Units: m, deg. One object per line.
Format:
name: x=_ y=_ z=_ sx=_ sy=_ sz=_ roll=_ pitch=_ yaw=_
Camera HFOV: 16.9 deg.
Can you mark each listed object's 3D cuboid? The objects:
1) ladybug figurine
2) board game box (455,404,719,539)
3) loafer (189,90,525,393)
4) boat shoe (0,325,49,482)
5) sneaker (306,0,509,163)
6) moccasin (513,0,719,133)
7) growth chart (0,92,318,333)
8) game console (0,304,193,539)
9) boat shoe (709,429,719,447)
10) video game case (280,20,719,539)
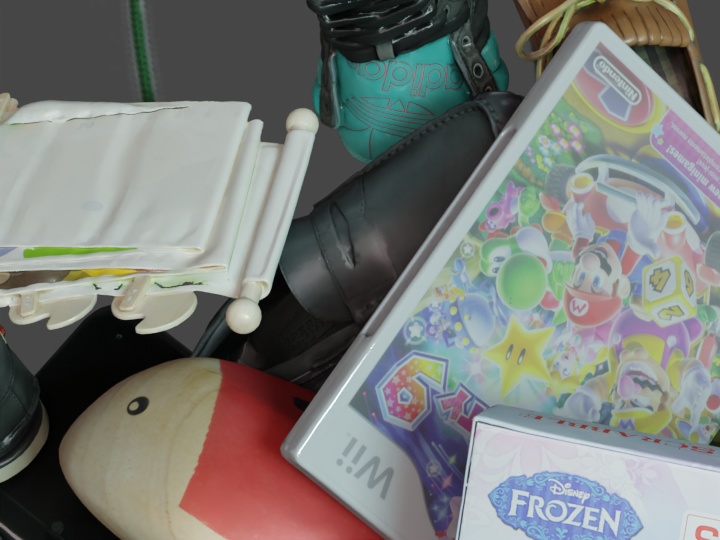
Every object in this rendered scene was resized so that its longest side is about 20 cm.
ladybug figurine: x=-0.019 y=0.093 z=0.946 sx=0.199 sy=0.136 sz=0.072 roll=26 pitch=100 yaw=-13
board game box: x=0.121 y=0.162 z=0.807 sx=0.198 sy=0.041 sz=0.201 roll=11 pitch=97 yaw=14
loafer: x=0.000 y=0.000 z=0.966 sx=0.201 sy=0.070 sz=0.068 roll=-46 pitch=51 yaw=38
boat shoe: x=-0.218 y=0.020 z=1.017 sx=0.201 sy=0.063 sz=0.074 roll=26 pitch=63 yaw=28
sneaker: x=0.009 y=-0.098 z=0.956 sx=0.083 sy=0.200 sz=0.122 roll=-1 pitch=104 yaw=15
moccasin: x=0.103 y=-0.090 z=0.994 sx=0.073 sy=0.078 sz=0.203 roll=-17 pitch=87 yaw=7
growth chart: x=-0.113 y=-0.026 z=0.982 sx=0.199 sy=0.145 sz=0.018 roll=4 pitch=135 yaw=22
game console: x=-0.090 y=0.149 z=1.047 sx=0.200 sy=0.117 sz=0.176 roll=37 pitch=64 yaw=5
boat shoe: x=0.102 y=0.046 z=0.986 sx=0.199 sy=0.063 sz=0.074 roll=10 pitch=125 yaw=10
video game case: x=0.079 y=0.029 z=0.910 sx=0.143 sy=0.018 sz=0.201 roll=40 pitch=78 yaw=-23
